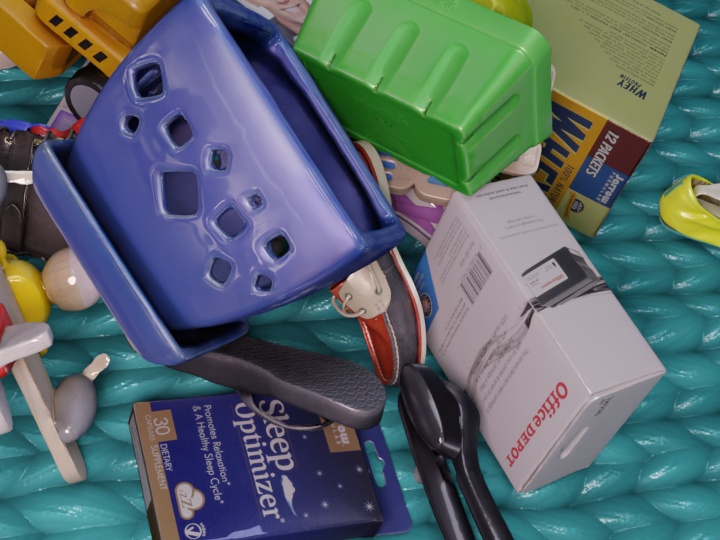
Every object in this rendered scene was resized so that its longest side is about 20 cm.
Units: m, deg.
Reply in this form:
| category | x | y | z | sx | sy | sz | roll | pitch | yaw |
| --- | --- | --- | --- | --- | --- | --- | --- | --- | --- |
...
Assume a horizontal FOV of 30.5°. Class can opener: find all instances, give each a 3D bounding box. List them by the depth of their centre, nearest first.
| category | x | y | z | sx | sy | sz | roll | pitch | yaw |
| --- | --- | --- | --- | --- | --- | --- | --- | --- | --- |
| can opener | 0.072 | 0.167 | 0.992 | 0.078 | 0.063 | 0.202 | 9 | 54 | -49 |

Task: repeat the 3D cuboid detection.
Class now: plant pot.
| category | x | y | z | sx | sy | sz | roll | pitch | yaw |
| --- | --- | --- | --- | --- | --- | --- | --- | --- | --- |
| plant pot | -0.101 | -0.053 | 0.920 | 0.201 | 0.179 | 0.200 | 56 | 12 | 2 |

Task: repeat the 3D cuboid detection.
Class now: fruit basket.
| category | x | y | z | sx | sy | sz | roll | pitch | yaw |
| --- | --- | --- | --- | --- | --- | --- | --- | --- | --- |
| fruit basket | 0.072 | -0.182 | 1.047 | 0.212 | 0.156 | 0.218 | -4 | 61 | 7 |

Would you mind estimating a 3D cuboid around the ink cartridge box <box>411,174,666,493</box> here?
| category | x | y | z | sx | sy | sz | roll | pitch | yaw |
| --- | --- | --- | --- | --- | --- | --- | --- | --- | --- |
| ink cartridge box | 0.130 | 0.050 | 1.048 | 0.083 | 0.145 | 0.201 | -14 | 59 | -30 |

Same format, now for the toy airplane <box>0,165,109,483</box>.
| category | x | y | z | sx | sy | sz | roll | pitch | yaw |
| --- | --- | --- | --- | --- | --- | --- | --- | --- | --- |
| toy airplane | -0.235 | 0.026 | 0.892 | 0.140 | 0.201 | 0.200 | -25 | 64 | -21 |

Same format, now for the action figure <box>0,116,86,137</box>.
| category | x | y | z | sx | sy | sz | roll | pitch | yaw |
| --- | --- | --- | --- | --- | --- | --- | --- | --- | --- |
| action figure | -0.261 | -0.086 | 1.074 | 0.197 | 0.100 | 0.066 | 2 | 51 | 10 |

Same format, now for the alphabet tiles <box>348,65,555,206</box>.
| category | x | y | z | sx | sy | sz | roll | pitch | yaw |
| --- | --- | --- | --- | --- | --- | --- | --- | --- | --- |
| alphabet tiles | 0.063 | -0.146 | 1.116 | 0.193 | 0.015 | 0.202 | 13 | 62 | 3 |

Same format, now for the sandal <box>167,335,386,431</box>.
| category | x | y | z | sx | sy | sz | roll | pitch | yaw |
| --- | --- | --- | --- | --- | --- | --- | --- | --- | --- |
| sandal | -0.062 | 0.084 | 0.975 | 0.198 | 0.043 | 0.076 | 15 | 17 | 36 |

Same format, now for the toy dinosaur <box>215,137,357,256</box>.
| category | x | y | z | sx | sy | sz | roll | pitch | yaw |
| --- | --- | --- | --- | --- | --- | --- | --- | --- | --- |
| toy dinosaur | -0.097 | -0.065 | 1.100 | 0.197 | 0.086 | 0.137 | 9 | 50 | -8 |

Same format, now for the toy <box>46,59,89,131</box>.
| category | x | y | z | sx | sy | sz | roll | pitch | yaw |
| --- | --- | --- | --- | --- | --- | --- | --- | --- | --- |
| toy | -0.191 | -0.172 | 1.173 | 0.114 | 0.047 | 0.201 | 22 | 48 | -5 |

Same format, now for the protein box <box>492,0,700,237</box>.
| category | x | y | z | sx | sy | sz | roll | pitch | yaw |
| --- | --- | --- | --- | --- | --- | --- | --- | --- | --- |
| protein box | 0.189 | -0.179 | 1.264 | 0.197 | 0.136 | 0.201 | 28 | 48 | 4 |

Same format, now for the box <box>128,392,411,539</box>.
| category | x | y | z | sx | sy | sz | roll | pitch | yaw |
| --- | --- | --- | --- | --- | --- | --- | --- | --- | --- |
| box | -0.062 | 0.145 | 0.974 | 0.197 | 0.033 | 0.122 | -3 | 53 | -24 |

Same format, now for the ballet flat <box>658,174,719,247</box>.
| category | x | y | z | sx | sy | sz | roll | pitch | yaw |
| --- | --- | --- | --- | --- | --- | --- | --- | --- | --- |
| ballet flat | 0.385 | -0.042 | 1.274 | 0.198 | 0.067 | 0.067 | 20 | 47 | -5 |

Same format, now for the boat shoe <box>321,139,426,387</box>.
| category | x | y | z | sx | sy | sz | roll | pitch | yaw |
| --- | --- | --- | --- | --- | --- | --- | --- | --- | --- |
| boat shoe | 0.000 | 0.000 | 1.044 | 0.062 | 0.071 | 0.203 | -19 | 100 | -30 |

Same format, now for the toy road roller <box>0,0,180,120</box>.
| category | x | y | z | sx | sy | sz | roll | pitch | yaw |
| --- | --- | --- | --- | --- | --- | --- | --- | --- | --- |
| toy road roller | -0.215 | -0.226 | 1.070 | 0.199 | 0.146 | 0.123 | 39 | 53 | -2 |

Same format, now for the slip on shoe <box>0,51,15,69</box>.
| category | x | y | z | sx | sy | sz | roll | pitch | yaw |
| --- | --- | --- | --- | --- | --- | --- | --- | --- | --- |
| slip on shoe | -0.271 | -0.246 | 1.183 | 0.076 | 0.061 | 0.199 | 27 | 46 | 35 |

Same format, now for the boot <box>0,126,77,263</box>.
| category | x | y | z | sx | sy | sz | roll | pitch | yaw |
| --- | --- | --- | --- | --- | --- | --- | --- | --- | --- |
| boot | -0.279 | -0.099 | 1.002 | 0.171 | 0.203 | 0.069 | 3 | 5 | 1 |

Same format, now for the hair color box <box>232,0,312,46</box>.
| category | x | y | z | sx | sy | sz | roll | pitch | yaw |
| --- | --- | --- | --- | --- | --- | --- | --- | --- | --- |
| hair color box | -0.071 | -0.217 | 1.235 | 0.199 | 0.061 | 0.100 | 40 | 36 | 14 |

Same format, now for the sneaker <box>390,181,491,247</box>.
| category | x | y | z | sx | sy | sz | roll | pitch | yaw |
| --- | --- | --- | --- | --- | --- | --- | --- | --- | --- |
| sneaker | 0.094 | -0.066 | 1.152 | 0.199 | 0.115 | 0.073 | 30 | 46 | 3 |
